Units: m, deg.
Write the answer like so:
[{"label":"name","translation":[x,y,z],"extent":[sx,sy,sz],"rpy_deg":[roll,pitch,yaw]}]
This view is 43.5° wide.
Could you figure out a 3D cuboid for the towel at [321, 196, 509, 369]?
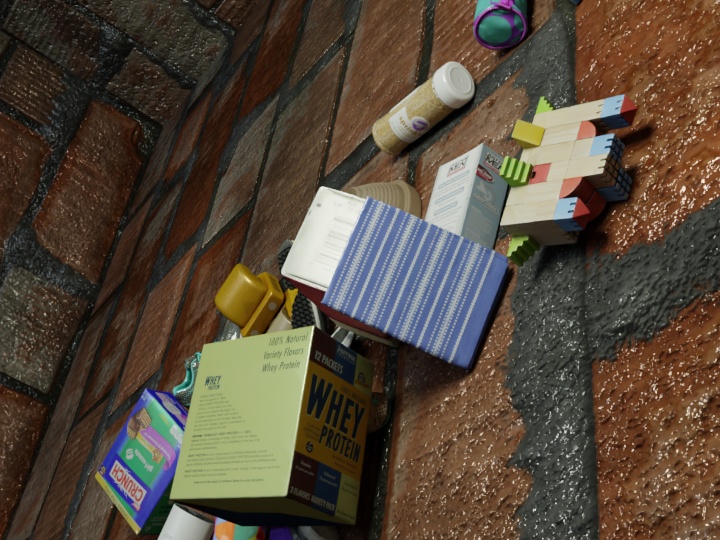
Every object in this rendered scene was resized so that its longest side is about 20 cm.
[{"label":"towel","translation":[0.069,0.014,1.080],"extent":[0.024,0.196,0.147],"rpy_deg":[118,176,-79]}]

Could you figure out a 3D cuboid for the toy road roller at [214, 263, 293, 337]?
[{"label":"toy road roller","translation":[-0.168,0.074,1.541],"extent":[0.124,0.144,0.200],"rpy_deg":[-55,24,11]}]

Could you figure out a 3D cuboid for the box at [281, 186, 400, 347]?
[{"label":"box","translation":[0.000,0.000,1.194],"extent":[0.107,0.200,0.130],"rpy_deg":[18,76,28]}]

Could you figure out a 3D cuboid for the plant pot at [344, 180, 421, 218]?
[{"label":"plant pot","translation":[0.001,-0.065,1.423],"extent":[0.201,0.092,0.203],"rpy_deg":[-46,27,31]}]

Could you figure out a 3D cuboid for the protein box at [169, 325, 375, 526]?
[{"label":"protein box","translation":[-0.105,0.199,1.122],"extent":[0.195,0.134,0.204],"rpy_deg":[-12,58,35]}]

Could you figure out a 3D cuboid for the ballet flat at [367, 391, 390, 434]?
[{"label":"ballet flat","translation":[-0.039,0.212,1.227],"extent":[0.200,0.064,0.072],"rpy_deg":[-42,33,38]}]

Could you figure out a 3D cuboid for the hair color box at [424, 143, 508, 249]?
[{"label":"hair color box","translation":[0.131,-0.056,1.190],"extent":[0.098,0.060,0.204],"rpy_deg":[-23,44,54]}]

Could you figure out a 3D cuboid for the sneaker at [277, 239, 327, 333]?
[{"label":"sneaker","translation":[-0.067,0.045,1.449],"extent":[0.070,0.089,0.205],"rpy_deg":[-32,68,49]}]

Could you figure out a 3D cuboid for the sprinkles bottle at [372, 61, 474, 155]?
[{"label":"sprinkles bottle","translation":[0.100,-0.261,1.470],"extent":[0.199,0.067,0.069],"rpy_deg":[-31,36,49]}]

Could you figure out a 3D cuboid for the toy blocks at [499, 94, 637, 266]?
[{"label":"toy blocks","translation":[0.241,-0.109,1.006],"extent":[0.135,0.099,0.204],"rpy_deg":[-4,59,49]}]

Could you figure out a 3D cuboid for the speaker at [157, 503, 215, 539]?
[{"label":"speaker","translation":[-0.308,0.484,1.450],"extent":[0.081,0.080,0.204],"rpy_deg":[0,64,63]}]

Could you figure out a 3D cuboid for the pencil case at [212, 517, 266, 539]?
[{"label":"pencil case","translation":[-0.171,0.384,1.288],"extent":[0.088,0.087,0.203],"rpy_deg":[-42,28,35]}]

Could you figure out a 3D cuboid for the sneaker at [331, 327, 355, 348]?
[{"label":"sneaker","translation":[-0.074,0.146,1.297],"extent":[0.201,0.079,0.074],"rpy_deg":[-53,-16,-33]}]

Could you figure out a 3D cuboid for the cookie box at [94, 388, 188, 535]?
[{"label":"cookie box","translation":[-0.381,0.353,1.667],"extent":[0.170,0.075,0.203],"rpy_deg":[36,98,36]}]

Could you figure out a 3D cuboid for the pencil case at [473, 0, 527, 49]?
[{"label":"pencil case","translation":[0.224,-0.438,1.394],"extent":[0.093,0.083,0.204],"rpy_deg":[104,178,-57]}]

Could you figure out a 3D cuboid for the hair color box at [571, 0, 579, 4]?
[{"label":"hair color box","translation":[0.333,-0.483,1.255],"extent":[0.201,0.060,0.101],"rpy_deg":[-50,25,22]}]

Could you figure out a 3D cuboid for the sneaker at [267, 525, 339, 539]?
[{"label":"sneaker","translation":[-0.098,0.339,1.202],"extent":[0.101,0.069,0.200],"rpy_deg":[-60,23,6]}]

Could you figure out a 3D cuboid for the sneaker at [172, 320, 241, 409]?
[{"label":"sneaker","translation":[-0.294,0.181,1.746],"extent":[0.077,0.090,0.203],"rpy_deg":[4,67,63]}]
